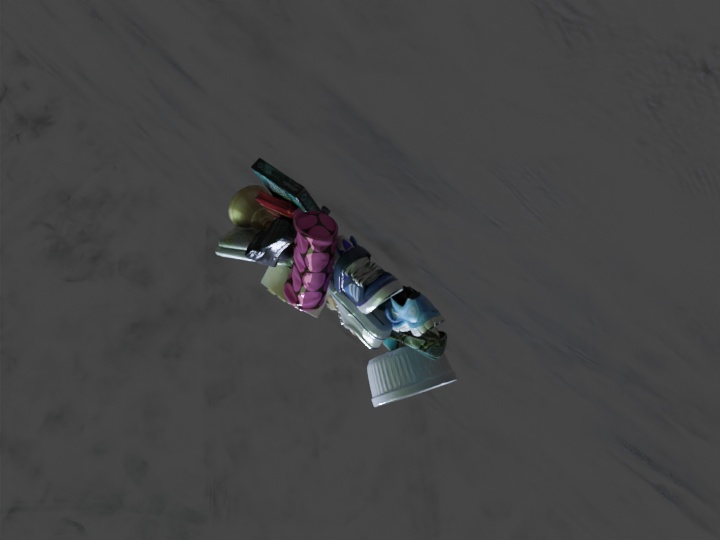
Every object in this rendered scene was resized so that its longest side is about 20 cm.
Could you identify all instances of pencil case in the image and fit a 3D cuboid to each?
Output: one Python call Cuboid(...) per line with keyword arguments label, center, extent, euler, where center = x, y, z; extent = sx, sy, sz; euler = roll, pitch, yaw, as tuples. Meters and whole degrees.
Cuboid(label="pencil case", center=(-0.096, -0.019, 1.456), extent=(0.094, 0.091, 0.200), euler=(29, 133, 16))

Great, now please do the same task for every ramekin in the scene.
Cuboid(label="ramekin", center=(0.110, 0.230, 1.791), extent=(0.200, 0.200, 0.105), euler=(92, 160, -79))

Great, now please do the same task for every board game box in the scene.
Cuboid(label="board game box", center=(-0.121, -0.126, 1.527), extent=(0.135, 0.028, 0.200), euler=(35, 169, 32))

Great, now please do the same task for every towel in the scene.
Cuboid(label="towel", center=(-0.202, -0.055, 1.724), extent=(0.200, 0.048, 0.171), euler=(8, -162, 5))
Cuboid(label="towel", center=(-0.114, -0.079, 1.562), extent=(0.145, 0.022, 0.200), euler=(27, 165, 51))

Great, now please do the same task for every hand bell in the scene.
Cuboid(label="hand bell", center=(-0.191, -0.091, 1.665), extent=(0.200, 0.104, 0.104), euler=(44, 176, 43))

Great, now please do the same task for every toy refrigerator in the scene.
Cuboid(label="toy refrigerator", center=(-0.141, 0.037, 1.669), extent=(0.076, 0.070, 0.200), euler=(29, 179, -26))

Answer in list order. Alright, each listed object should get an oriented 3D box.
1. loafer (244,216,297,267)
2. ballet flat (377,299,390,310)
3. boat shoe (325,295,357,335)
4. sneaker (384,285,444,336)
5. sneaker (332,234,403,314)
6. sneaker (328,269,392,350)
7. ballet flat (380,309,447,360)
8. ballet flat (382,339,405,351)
Cuboid(label="loafer", center=(-0.160, -0.052, 1.551), extent=(0.072, 0.073, 0.200), euler=(32, 160, -18))
Cuboid(label="ballet flat", center=(0.070, 0.088, 1.684), extent=(0.072, 0.072, 0.200), euler=(32, 166, 44))
Cuboid(label="boat shoe", center=(-0.045, 0.055, 1.678), extent=(0.200, 0.072, 0.076), euler=(53, -164, 0))
Cuboid(label="sneaker", center=(0.093, 0.063, 1.498), extent=(0.090, 0.078, 0.200), euler=(61, 164, -9))
Cuboid(label="sneaker", center=(-0.003, -0.001, 1.432), extent=(0.147, 0.081, 0.200), euler=(57, 168, 0))
Cuboid(label="sneaker", center=(-0.021, 0.075, 1.557), extent=(0.073, 0.071, 0.200), euler=(-8, -130, -47))
Cuboid(label="ballet flat", center=(0.088, 0.114, 1.614), extent=(0.200, 0.074, 0.074), euler=(23, 174, -11))
Cuboid(label="ballet flat", center=(0.045, 0.116, 1.891), extent=(0.200, 0.069, 0.069), euler=(50, 176, 22))
